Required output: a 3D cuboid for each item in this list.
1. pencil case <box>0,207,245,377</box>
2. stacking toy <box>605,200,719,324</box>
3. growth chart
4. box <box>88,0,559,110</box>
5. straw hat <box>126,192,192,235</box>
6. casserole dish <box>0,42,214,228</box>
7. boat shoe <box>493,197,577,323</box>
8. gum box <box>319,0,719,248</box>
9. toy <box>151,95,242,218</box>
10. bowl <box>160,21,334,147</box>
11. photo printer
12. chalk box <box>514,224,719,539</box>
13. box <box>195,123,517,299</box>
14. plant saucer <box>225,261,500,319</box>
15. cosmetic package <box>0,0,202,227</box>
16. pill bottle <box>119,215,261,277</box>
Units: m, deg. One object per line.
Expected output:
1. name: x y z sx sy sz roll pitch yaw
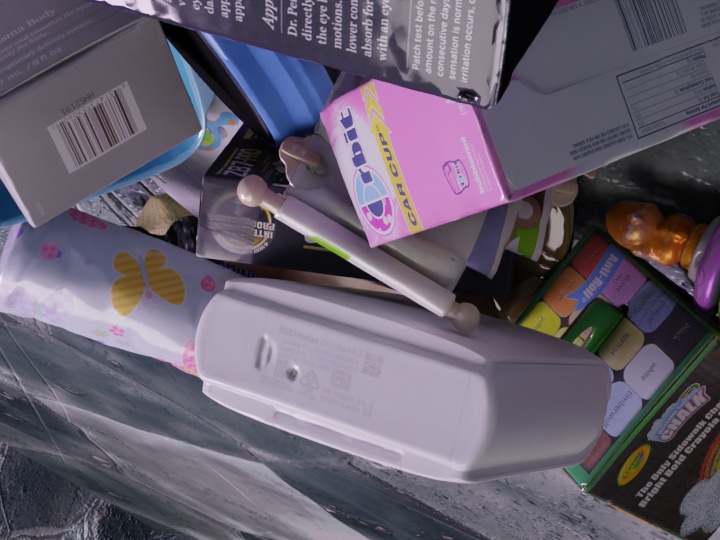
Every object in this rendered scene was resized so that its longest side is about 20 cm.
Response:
1. pencil case: -0.153 0.018 0.963 0.198 0.084 0.091 20 159 -10
2. stacking toy: 0.231 0.004 0.809 0.198 0.111 0.116 27 180 25
3. growth chart: 0.046 -0.070 0.659 0.144 0.201 0.018 35 151 -11
4. box: -0.015 -0.160 0.508 0.198 0.148 0.105 18 132 18
5. straw hat: -0.150 -0.016 1.178 0.199 0.202 0.086 22 120 2
6. casserole dish: -0.188 -0.098 0.867 0.197 0.039 0.122 -20 137 -5
7. boat shoe: 0.104 -0.010 0.947 0.073 0.065 0.201 30 144 10
8. gum box: 0.098 -0.079 0.599 0.113 0.198 0.067 -18 94 63
9. toy: -0.080 -0.095 0.955 0.198 0.048 0.115 -7 141 46
10. bowl: -0.088 -0.144 0.699 0.201 0.039 0.201 50 176 4
11. photo printer: 0.034 0.054 0.728 0.165 0.070 0.199 15 -177 29
12. chalk box: 0.169 0.068 0.881 0.199 0.125 0.124 31 -167 -44
13. box: 0.007 -0.047 0.769 0.159 0.050 0.200 10 -161 2
14. plant saucer: 0.000 0.000 0.902 0.197 0.035 0.200 15 175 1
15. cosmetic package: -0.177 -0.126 0.746 0.200 0.106 0.091 47 164 39
16. pill bottle: -0.095 0.017 1.080 0.197 0.114 0.112 6 166 -17
